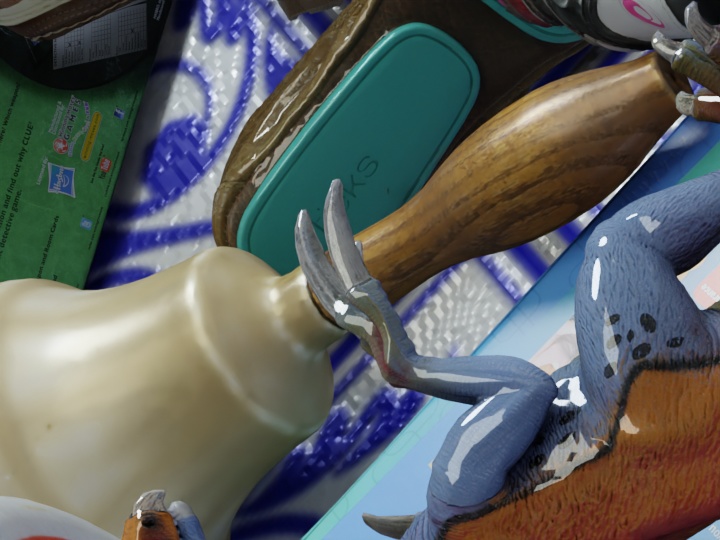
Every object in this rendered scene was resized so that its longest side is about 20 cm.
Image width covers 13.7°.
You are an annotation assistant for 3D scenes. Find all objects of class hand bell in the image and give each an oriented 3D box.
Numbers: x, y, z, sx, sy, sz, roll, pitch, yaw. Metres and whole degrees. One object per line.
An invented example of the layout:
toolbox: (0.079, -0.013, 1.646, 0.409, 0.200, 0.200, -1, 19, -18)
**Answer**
hand bell: (0.000, 0.000, 0.763, 0.200, 0.104, 0.104, -34, 46, 27)

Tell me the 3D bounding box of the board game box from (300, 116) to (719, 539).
board game box: (0.087, 0.051, 0.705, 0.200, 0.045, 0.152, -47, 43, 7)

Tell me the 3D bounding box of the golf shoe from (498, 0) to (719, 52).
golf shoe: (0.123, -0.126, 0.749, 0.200, 0.073, 0.092, -47, 32, -11)

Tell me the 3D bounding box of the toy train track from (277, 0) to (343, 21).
toy train track: (-0.071, -0.101, 0.900, 0.199, 0.033, 0.115, -19, 60, -12)

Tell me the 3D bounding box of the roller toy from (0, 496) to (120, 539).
roller toy: (-0.078, 0.159, 0.684, 0.140, 0.200, 0.183, -43, 32, 13)

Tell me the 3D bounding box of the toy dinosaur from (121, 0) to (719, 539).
toy dinosaur: (0.039, 0.034, 0.616, 0.200, 0.105, 0.182, 9, 54, 50)

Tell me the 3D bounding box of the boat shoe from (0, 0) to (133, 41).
boat shoe: (-0.016, -0.119, 0.849, 0.202, 0.075, 0.075, -33, 41, 7)

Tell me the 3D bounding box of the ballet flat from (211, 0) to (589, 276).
ballet flat: (0.030, -0.076, 0.838, 0.200, 0.068, 0.072, -49, 22, 11)

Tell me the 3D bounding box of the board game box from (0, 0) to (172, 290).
board game box: (-0.113, -0.076, 0.925, 0.023, 0.105, 0.201, -20, 49, 55)
